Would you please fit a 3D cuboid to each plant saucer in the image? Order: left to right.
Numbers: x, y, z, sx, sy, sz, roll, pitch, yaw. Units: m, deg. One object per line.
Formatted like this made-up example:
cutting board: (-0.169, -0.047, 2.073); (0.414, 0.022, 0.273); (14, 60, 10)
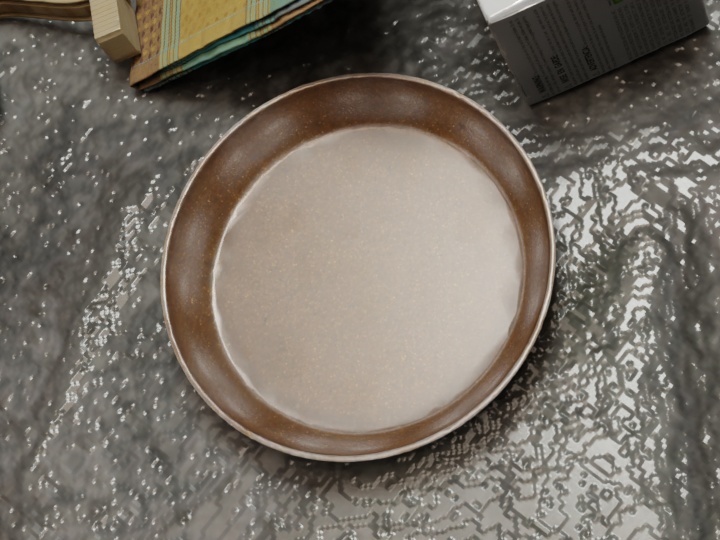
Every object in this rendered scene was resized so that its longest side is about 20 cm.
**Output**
plant saucer: (0.000, 0.000, 1.019); (0.200, 0.034, 0.200); (-4, 73, 12)

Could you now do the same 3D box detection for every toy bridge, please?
toy bridge: (-0.210, -0.116, 1.105); (0.200, 0.027, 0.067); (-20, 58, 12)

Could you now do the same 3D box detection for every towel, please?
towel: (-0.054, -0.181, 1.037); (0.200, 0.022, 0.147); (-18, 63, 50)

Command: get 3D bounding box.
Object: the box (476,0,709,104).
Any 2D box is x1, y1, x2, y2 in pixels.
box: (0.084, -0.204, 1.020); (0.101, 0.112, 0.200); (-24, 68, 8)
